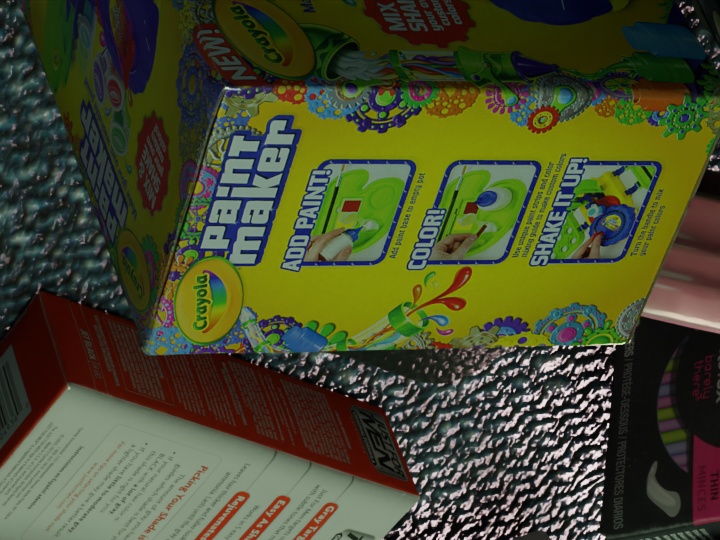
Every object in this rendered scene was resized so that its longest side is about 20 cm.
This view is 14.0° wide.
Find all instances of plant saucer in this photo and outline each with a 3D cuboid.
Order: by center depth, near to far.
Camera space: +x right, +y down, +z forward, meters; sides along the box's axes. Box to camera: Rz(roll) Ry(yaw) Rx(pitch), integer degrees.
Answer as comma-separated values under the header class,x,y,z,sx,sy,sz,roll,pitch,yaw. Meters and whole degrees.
class,x,y,z,sx,sy,sz,roll,pitch,yaw
plant saucer,0.116,-0.018,1.201,0.200,0.200,0.051,10,99,-31

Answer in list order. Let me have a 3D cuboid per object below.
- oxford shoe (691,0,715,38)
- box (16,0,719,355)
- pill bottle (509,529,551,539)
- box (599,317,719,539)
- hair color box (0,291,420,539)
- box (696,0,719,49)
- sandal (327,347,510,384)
class,x,y,z,sx,sy,sz,roll,pitch,yaw
oxford shoe,0.228,-0.117,1.200,0.199,0.084,0.073,2,89,-25
box,-0.003,-0.081,1.060,0.192,0.200,0.122,-1,133,-24
pill bottle,0.013,0.205,1.416,0.199,0.114,0.114,-21,138,-4
box,0.220,0.071,1.313,0.199,0.123,0.106,-14,146,34
hair color box,-0.083,0.089,1.296,0.199,0.061,0.102,22,121,-37
box,0.170,-0.112,1.076,0.086,0.164,0.201,-27,106,4
sandal,-0.001,0.001,1.262,0.075,0.048,0.200,-32,151,16
